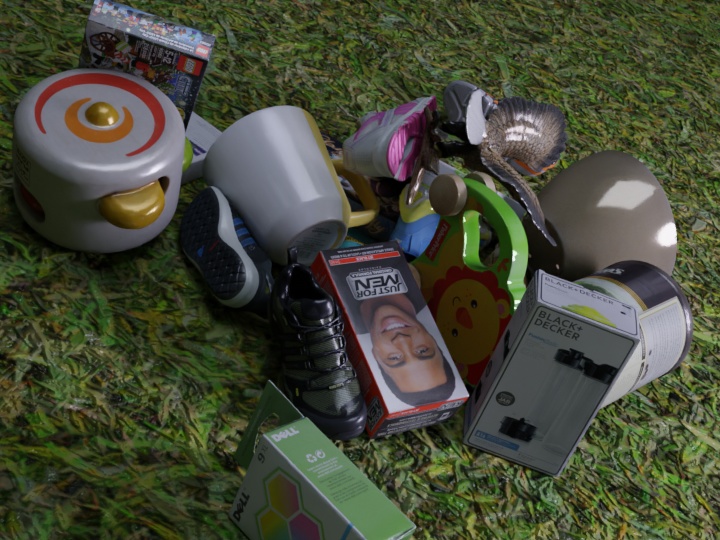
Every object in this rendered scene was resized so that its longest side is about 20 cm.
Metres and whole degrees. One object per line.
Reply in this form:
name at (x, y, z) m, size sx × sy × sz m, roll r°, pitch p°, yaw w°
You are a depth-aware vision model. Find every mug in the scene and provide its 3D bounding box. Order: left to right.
mug at (-0.070, -0.094, 1.524) m, size 0.186 × 0.150 × 0.153 m, roll -24°, pitch 60°, yaw -13°

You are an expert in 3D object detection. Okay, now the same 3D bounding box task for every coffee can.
coffee can at (0.269, 0.080, 1.494) m, size 0.146 × 0.147 × 0.200 m, roll 41°, pitch 36°, yaw 26°

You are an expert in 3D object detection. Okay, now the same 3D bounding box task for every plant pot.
plant pot at (0.280, -0.042, 1.653) m, size 0.134 × 0.201 × 0.200 m, roll -15°, pitch 47°, yaw -27°

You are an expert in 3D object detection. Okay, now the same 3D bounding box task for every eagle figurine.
eagle figurine at (0.164, -0.132, 1.539) m, size 0.199 × 0.152 × 0.151 m, roll 16°, pitch 20°, yaw -11°

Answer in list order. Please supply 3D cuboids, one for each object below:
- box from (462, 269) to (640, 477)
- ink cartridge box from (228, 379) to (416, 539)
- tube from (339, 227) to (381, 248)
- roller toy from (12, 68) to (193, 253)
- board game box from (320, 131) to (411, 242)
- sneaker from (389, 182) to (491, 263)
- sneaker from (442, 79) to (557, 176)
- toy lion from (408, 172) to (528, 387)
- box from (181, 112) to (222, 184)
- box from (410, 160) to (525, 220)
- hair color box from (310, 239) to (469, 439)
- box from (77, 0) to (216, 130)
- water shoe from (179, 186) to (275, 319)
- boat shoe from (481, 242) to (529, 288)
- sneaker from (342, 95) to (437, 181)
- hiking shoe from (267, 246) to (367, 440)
box at (0.194, 0.109, 1.353) m, size 0.116 × 0.200 × 0.060 m, roll 22°, pitch 32°, yaw -5°
ink cartridge box at (-0.054, 0.202, 1.149) m, size 0.200 × 0.104 × 0.059 m, roll 42°, pitch 36°, yaw 27°
tube at (0.000, 0.000, 1.540) m, size 0.077 × 0.050 × 0.200 m, roll 27°, pitch 24°, yaw -15°
roller toy at (-0.284, -0.123, 1.412) m, size 0.182 × 0.140 × 0.200 m, roll 15°, pitch 46°, yaw -1°
board game box at (-0.017, -0.112, 1.683) m, size 0.200 × 0.035 × 0.135 m, roll 29°, pitch 30°, yaw 14°
sneaker at (0.091, -0.038, 1.634) m, size 0.076 × 0.105 × 0.200 m, roll 26°, pitch -1°, yaw 36°
sneaker at (0.218, -0.220, 1.981) m, size 0.200 × 0.078 × 0.112 m, roll 42°, pitch 31°, yaw 9°
toy lion at (0.125, 0.020, 1.438) m, size 0.069 × 0.200 × 0.192 m, roll -5°, pitch 41°, yaw -42°
box at (-0.264, -0.156, 1.603) m, size 0.144 × 0.036 × 0.200 m, roll 36°, pitch 33°, yaw 18°
box at (0.107, -0.120, 1.707) m, size 0.200 × 0.041 × 0.156 m, roll 31°, pitch 6°, yaw 21°
hair color box at (0.025, 0.069, 1.376) m, size 0.101 × 0.061 × 0.200 m, roll -9°, pitch 61°, yaw -29°
box at (-0.252, -0.215, 1.482) m, size 0.136 × 0.200 × 0.038 m, roll 18°, pitch 59°, yaw -9°
water shoe at (-0.145, -0.015, 1.461) m, size 0.079 × 0.071 × 0.200 m, roll 35°, pitch 19°, yaw -39°
boat shoe at (0.172, 0.008, 1.603) m, size 0.066 × 0.074 × 0.200 m, roll -15°, pitch 15°, yaw 8°
sneaker at (0.038, -0.164, 1.575) m, size 0.088 × 0.082 × 0.200 m, roll 4°, pitch 18°, yaw 23°
hiking shoe at (-0.049, 0.076, 1.311) m, size 0.076 × 0.101 × 0.200 m, roll -18°, pitch 57°, yaw -15°
